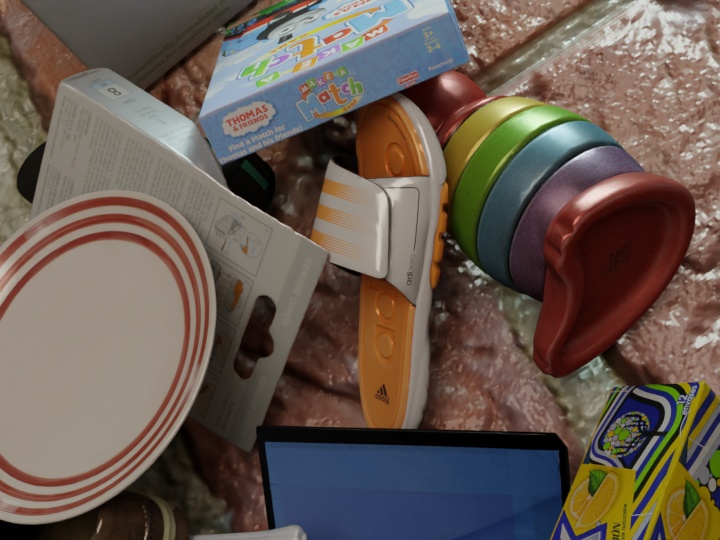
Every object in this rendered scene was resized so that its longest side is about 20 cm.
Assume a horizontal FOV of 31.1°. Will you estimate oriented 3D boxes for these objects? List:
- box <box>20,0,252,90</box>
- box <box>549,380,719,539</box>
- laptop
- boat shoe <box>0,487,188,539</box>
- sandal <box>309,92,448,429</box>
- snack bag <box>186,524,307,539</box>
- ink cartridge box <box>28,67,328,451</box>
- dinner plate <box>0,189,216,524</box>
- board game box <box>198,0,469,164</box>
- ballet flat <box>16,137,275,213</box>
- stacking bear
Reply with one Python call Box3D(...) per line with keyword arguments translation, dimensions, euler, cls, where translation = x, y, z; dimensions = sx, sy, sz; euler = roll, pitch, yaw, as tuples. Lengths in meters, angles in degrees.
Box3D(translation=(-0.166, -0.266, 0.866), dimensions=(0.199, 0.200, 0.171), euler=(-39, 60, 0), cls="box")
Box3D(translation=(0.134, 0.156, 0.640), dimensions=(0.064, 0.070, 0.200), euler=(-12, 42, 51), cls="box")
Box3D(translation=(0.020, 0.195, 0.678), dimensions=(0.177, 0.103, 0.200), euler=(-1, 52, 19), cls="laptop")
Box3D(translation=(-0.195, 0.145, 0.760), dimensions=(0.202, 0.075, 0.075), euler=(-8, 65, 36), cls="boat shoe")
Box3D(translation=(0.004, 0.002, 0.733), dimensions=(0.079, 0.059, 0.207), euler=(13, 105, 57), cls="sandal")
Box3D(translation=(-0.097, 0.237, 0.699), dimensions=(0.189, 0.021, 0.200), euler=(-14, 65, 45), cls="snack bag")
Box3D(translation=(-0.114, -0.007, 0.791), dimensions=(0.200, 0.047, 0.160), euler=(32, 123, 16), cls="ink cartridge box")
Box3D(translation=(-0.162, 0.048, 0.738), dimensions=(0.200, 0.024, 0.200), euler=(-12, 63, 24), cls="dinner plate")
Box3D(translation=(-0.016, -0.140, 0.793), dimensions=(0.151, 0.037, 0.200), euler=(-22, 25, 9), cls="board game box")
Box3D(translation=(-0.152, -0.075, 0.860), dimensions=(0.200, 0.068, 0.068), euler=(5, 62, 20), cls="ballet flat")
Box3D(translation=(0.084, -0.052, 0.756), dimensions=(0.114, 0.121, 0.200), euler=(-28, 48, -27), cls="stacking bear")
